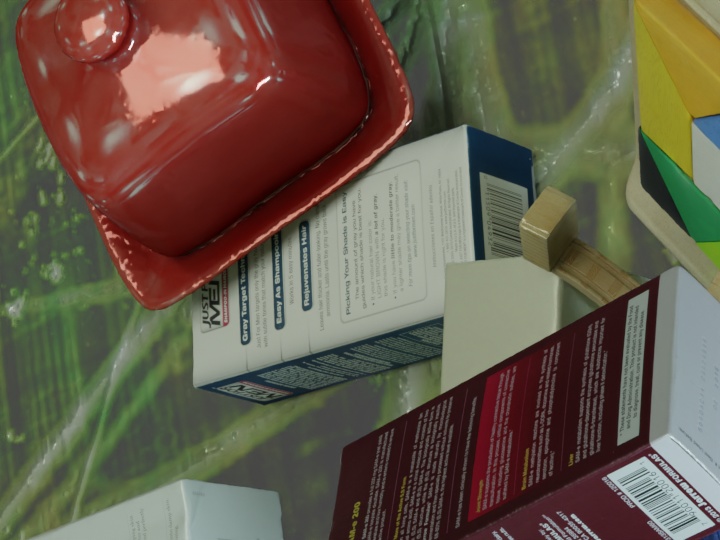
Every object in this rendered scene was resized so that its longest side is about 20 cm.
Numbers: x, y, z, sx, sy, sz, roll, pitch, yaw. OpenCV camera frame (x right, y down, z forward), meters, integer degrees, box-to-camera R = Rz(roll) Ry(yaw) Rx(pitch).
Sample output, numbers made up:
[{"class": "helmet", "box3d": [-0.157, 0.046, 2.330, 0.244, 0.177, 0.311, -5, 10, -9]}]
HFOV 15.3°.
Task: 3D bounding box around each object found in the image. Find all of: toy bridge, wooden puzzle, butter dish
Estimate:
[{"class": "toy bridge", "box3d": [0.165, 0.027, 1.211, 0.200, 0.067, 0.027, 26, 65, 20]}, {"class": "wooden puzzle", "box3d": [0.173, -0.050, 1.224, 0.185, 0.037, 0.200, 50, 157, 37]}, {"class": "butter dish", "box3d": [-0.105, -0.113, 1.399, 0.200, 0.148, 0.200, -35, 65, 19]}]

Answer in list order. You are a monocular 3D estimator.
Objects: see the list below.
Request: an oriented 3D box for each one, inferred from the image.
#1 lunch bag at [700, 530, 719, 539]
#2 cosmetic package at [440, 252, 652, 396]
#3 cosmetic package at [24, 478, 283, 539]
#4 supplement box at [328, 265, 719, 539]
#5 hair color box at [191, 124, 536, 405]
[{"class": "lunch bag", "box3d": [0.187, 0.170, 1.170, 0.132, 0.136, 0.200, -33, 60, 32]}, {"class": "cosmetic package", "box3d": [0.093, 0.099, 1.291, 0.073, 0.103, 0.200, -4, 79, 39]}, {"class": "cosmetic package", "box3d": [-0.136, 0.197, 1.485, 0.200, 0.081, 0.113, -22, 66, 37]}, {"class": "supplement box", "box3d": [0.076, 0.092, 1.173, 0.200, 0.061, 0.109, -30, 31, 31]}, {"class": "hair color box", "box3d": [0.000, 0.000, 1.421, 0.200, 0.060, 0.100, -17, 68, 38]}]
